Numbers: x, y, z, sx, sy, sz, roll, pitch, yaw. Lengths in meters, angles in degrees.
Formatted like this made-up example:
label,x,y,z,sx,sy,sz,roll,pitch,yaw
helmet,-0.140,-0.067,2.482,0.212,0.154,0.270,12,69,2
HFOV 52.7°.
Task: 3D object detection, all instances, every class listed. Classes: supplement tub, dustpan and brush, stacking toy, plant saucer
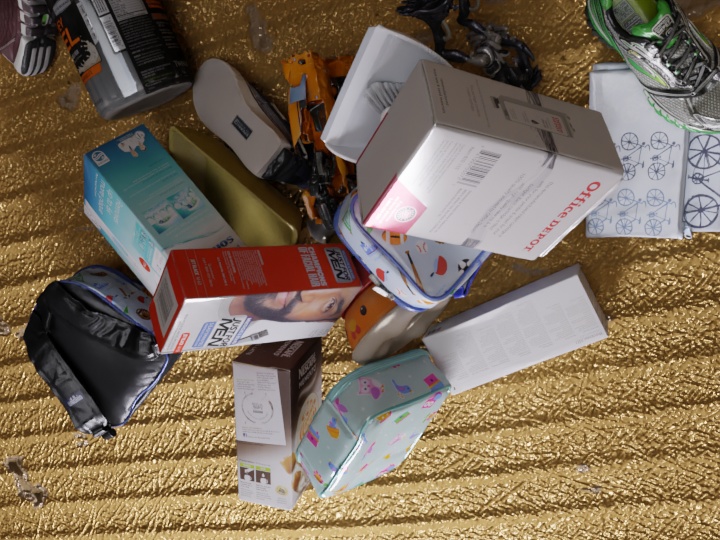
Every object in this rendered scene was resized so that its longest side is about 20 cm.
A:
label,x,y,z,sx,sy,sz,roll,pitch,yaw
supplement tub,-0.291,-0.291,0.856,0.122,0.123,0.201,-19,100,23
dustpan and brush,0.079,-0.146,0.708,0.199,0.057,0.140,5,135,-28
stacking toy,0.000,0.000,0.874,0.146,0.146,0.200,-48,71,25
plant saucer,-0.146,-0.060,0.878,0.200,0.048,0.200,40,146,13

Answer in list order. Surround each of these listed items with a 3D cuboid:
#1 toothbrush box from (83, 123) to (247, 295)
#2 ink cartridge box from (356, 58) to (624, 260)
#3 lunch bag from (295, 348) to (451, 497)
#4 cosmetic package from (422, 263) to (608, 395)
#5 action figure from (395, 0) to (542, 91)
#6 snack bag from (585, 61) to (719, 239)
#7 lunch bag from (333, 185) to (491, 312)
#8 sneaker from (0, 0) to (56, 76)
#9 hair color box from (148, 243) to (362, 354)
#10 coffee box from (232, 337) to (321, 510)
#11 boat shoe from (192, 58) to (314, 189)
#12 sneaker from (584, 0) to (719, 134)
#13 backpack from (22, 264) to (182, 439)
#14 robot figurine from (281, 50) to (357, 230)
label,x,y,z,sx,sy,sz,roll,pitch,yaw
toothbrush box,-0.237,-0.048,0.872,0.200,0.085,0.146,49,150,4
ink cartridge box,0.115,-0.094,0.679,0.199,0.083,0.147,10,143,-23
lunch bag,0.016,0.186,0.884,0.077,0.160,0.200,51,136,26
cosmetic package,0.181,0.071,0.861,0.200,0.051,0.083,-25,97,24
action figure,0.119,-0.215,0.754,0.102,0.119,0.200,26,161,48
snack bag,0.340,-0.123,0.761,0.199,0.021,0.189,3,108,17
lunch bag,0.076,-0.056,0.780,0.160,0.200,0.076,46,156,-5
sneaker,-0.433,-0.356,0.908,0.115,0.076,0.200,31,115,9
hair color box,-0.112,0.029,0.781,0.111,0.199,0.064,-54,50,45
coffee box,-0.106,0.193,0.960,0.079,0.114,0.201,6,110,16
boat shoe,-0.123,-0.171,0.873,0.075,0.093,0.200,-45,60,19
sneaker,0.291,-0.208,0.697,0.200,0.085,0.078,46,106,8
backpack,-0.342,0.088,0.983,0.190,0.154,0.200,38,109,-6
robot figurine,-0.030,-0.140,0.818,0.058,0.145,0.201,-3,99,30
